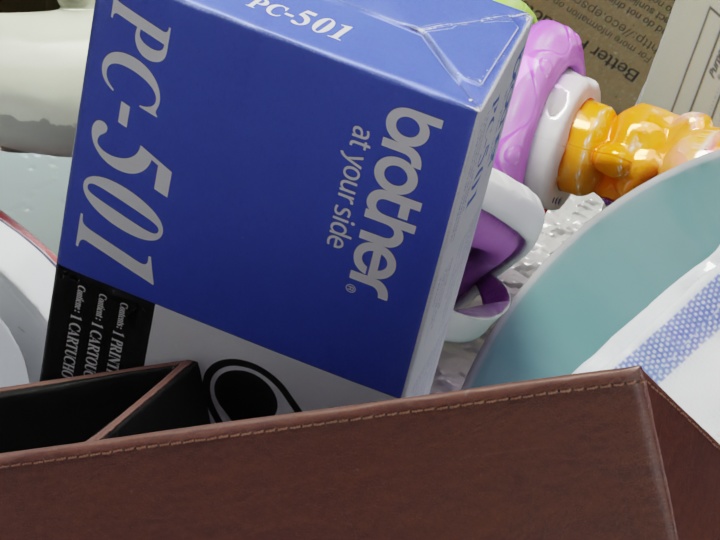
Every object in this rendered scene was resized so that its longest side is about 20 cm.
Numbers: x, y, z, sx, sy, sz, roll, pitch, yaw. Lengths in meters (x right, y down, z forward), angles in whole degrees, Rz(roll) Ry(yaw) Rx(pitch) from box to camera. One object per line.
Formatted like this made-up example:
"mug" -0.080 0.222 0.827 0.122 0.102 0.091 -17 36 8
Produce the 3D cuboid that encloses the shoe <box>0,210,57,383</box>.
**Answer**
"shoe" -0.146 -0.030 0.828 0.199 0.072 0.091 24 38 19

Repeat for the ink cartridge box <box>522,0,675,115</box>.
"ink cartridge box" 0.115 -0.136 0.957 0.199 0.165 0.075 30 33 -11

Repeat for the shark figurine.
"shark figurine" -0.109 -0.063 0.795 0.213 0.090 0.129 16 72 -9

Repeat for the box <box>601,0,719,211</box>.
"box" 0.178 0.003 0.860 0.108 0.128 0.200 -7 40 -33

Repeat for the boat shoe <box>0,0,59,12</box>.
"boat shoe" -0.082 -0.124 0.990 0.199 0.072 0.065 -17 46 -37

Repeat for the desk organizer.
"desk organizer" -0.013 0.062 0.651 0.199 0.077 0.072 -9 13 20

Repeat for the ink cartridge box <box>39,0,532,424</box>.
"ink cartridge box" -0.027 0.010 0.700 0.094 0.201 0.044 21 41 8

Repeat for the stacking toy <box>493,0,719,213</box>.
"stacking toy" 0.032 -0.050 0.860 0.199 0.110 0.116 19 1 17

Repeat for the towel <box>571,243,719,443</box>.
"towel" 0.104 0.092 0.713 0.200 0.147 0.024 51 3 38

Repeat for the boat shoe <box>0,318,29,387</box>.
"boat shoe" -0.141 0.080 0.689 0.069 0.071 0.200 -7 34 17

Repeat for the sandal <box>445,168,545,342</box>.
"sandal" 0.007 0.001 0.789 0.082 0.050 0.203 10 -10 4

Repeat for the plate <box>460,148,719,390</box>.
"plate" 0.115 0.054 0.760 0.199 0.026 0.201 -14 56 22
